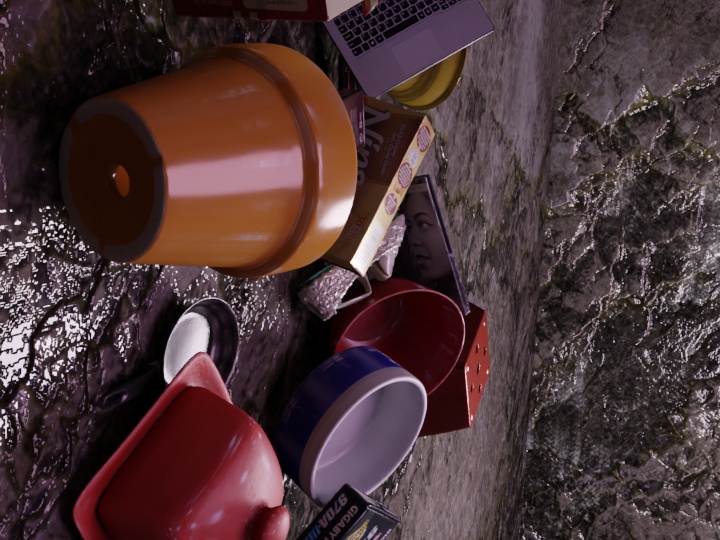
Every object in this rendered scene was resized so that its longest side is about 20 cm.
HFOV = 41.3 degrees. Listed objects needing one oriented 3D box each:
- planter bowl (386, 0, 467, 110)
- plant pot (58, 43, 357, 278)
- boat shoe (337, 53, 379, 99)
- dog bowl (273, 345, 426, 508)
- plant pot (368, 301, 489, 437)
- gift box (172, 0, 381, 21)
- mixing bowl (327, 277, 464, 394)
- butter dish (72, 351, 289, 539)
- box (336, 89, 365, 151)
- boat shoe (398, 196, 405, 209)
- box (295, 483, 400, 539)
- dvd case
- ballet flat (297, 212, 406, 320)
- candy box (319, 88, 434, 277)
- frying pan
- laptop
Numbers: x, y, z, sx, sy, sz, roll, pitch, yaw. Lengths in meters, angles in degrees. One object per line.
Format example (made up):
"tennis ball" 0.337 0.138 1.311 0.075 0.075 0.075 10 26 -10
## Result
"planter bowl" 0.045 -0.310 1.264 0.083 0.200 0.202 -13 111 -35
"plant pot" -0.135 -0.083 0.781 0.183 0.199 0.202 -17 112 -51
"boat shoe" -0.016 -0.187 1.248 0.074 0.063 0.202 -108 -156 -58
"dog bowl" -0.012 0.199 1.213 0.200 0.079 0.201 -30 138 -31
"plant pot" 0.103 0.142 1.500 0.200 0.175 0.201 -62 151 -47
"gift box" -0.062 -0.304 0.813 0.187 0.184 0.201 -46 142 -46
"mixing bowl" 0.032 0.086 1.321 0.108 0.199 0.201 -130 -154 -51
"butter dish" -0.132 0.215 0.874 0.200 0.147 0.201 -53 147 -34
"box" -0.074 -0.146 1.033 0.200 0.099 0.075 -48 139 -60
"boat shoe" 0.027 -0.098 1.283 0.200 0.064 0.072 120 -17 -64
"box" -0.047 0.368 1.205 0.200 0.046 0.159 -48 154 -6
"dvd case" 0.073 -0.032 1.345 0.016 0.148 0.201 -26 105 -35
"ballet flat" 0.000 0.000 1.245 0.200 0.072 0.072 -38 135 -32
"candy box" -0.008 -0.106 1.137 0.201 0.115 0.055 -63 156 -11
"frying pan" -0.179 0.103 0.914 0.190 0.031 0.115 -48 139 -41
"laptop" 0.043 -0.346 1.140 0.201 0.187 0.116 59 -6 4
